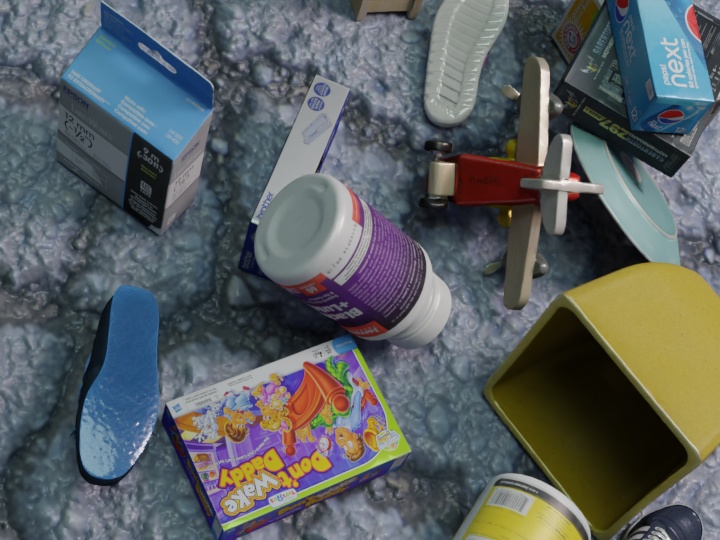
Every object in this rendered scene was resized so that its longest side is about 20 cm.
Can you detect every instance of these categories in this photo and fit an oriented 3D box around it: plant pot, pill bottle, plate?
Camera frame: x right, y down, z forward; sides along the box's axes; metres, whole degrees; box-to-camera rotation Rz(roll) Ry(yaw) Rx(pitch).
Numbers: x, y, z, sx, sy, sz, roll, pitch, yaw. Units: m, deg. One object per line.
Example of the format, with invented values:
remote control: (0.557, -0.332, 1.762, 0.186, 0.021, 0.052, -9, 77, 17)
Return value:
plant pot: (0.280, 0.106, 1.259, 0.199, 0.196, 0.195, -27, 70, -33)
pill bottle: (0.000, 0.000, 1.240, 0.200, 0.111, 0.112, 35, 47, -42)
pill bottle: (0.118, 0.290, 1.151, 0.112, 0.112, 0.200, 34, 59, 6)
plate: (0.296, -0.087, 1.394, 0.200, 0.026, 0.201, 40, 29, -28)

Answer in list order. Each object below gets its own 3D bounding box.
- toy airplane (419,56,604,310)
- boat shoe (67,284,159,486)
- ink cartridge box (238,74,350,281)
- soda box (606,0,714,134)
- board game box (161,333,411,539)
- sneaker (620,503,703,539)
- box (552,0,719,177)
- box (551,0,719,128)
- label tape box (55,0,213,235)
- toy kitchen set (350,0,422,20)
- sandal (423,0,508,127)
toy airplane: (0.174, -0.091, 1.341, 0.140, 0.200, 0.200, 2, 48, -46)
boat shoe: (-0.222, 0.113, 1.193, 0.084, 0.069, 0.201, 23, 52, -16)
ink cartridge box: (-0.069, -0.097, 1.334, 0.044, 0.094, 0.201, 21, 58, -2)
soda box: (0.310, -0.245, 1.344, 0.067, 0.064, 0.202, 3, 63, -14)
board game box: (-0.070, 0.157, 1.217, 0.199, 0.045, 0.135, -20, 68, -24)
sneaker: (0.268, 0.273, 1.201, 0.199, 0.109, 0.070, -30, 72, -27)
box: (0.314, -0.220, 1.398, 0.157, 0.051, 0.201, 31, 59, 0)
box: (0.329, -0.246, 1.512, 0.101, 0.113, 0.201, -18, 69, -23)
label tape box: (-0.224, -0.144, 1.257, 0.143, 0.200, 0.066, 36, 59, 8)
toy kitchen set: (-0.005, -0.417, 1.470, 0.162, 0.200, 0.182, -5, 62, -18)
sandal: (0.117, -0.254, 1.503, 0.082, 0.050, 0.204, 17, 70, 13)
